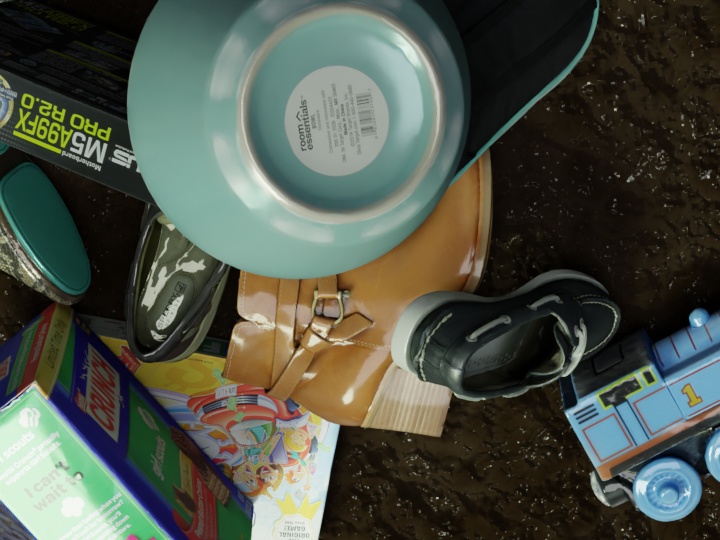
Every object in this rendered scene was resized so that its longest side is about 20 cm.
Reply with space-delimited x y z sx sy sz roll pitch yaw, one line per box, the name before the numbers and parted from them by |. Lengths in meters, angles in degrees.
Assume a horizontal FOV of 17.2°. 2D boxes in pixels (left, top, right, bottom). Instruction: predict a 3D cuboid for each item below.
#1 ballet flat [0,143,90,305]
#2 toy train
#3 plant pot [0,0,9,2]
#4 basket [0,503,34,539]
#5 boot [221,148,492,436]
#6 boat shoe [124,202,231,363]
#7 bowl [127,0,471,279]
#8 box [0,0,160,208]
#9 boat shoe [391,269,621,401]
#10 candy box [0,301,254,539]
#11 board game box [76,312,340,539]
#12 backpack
ballet flat | -0.244 -0.063 1.537 0.075 0.068 0.201 -19 104 31
toy train | 0.229 0.080 1.555 0.199 0.087 0.115 -28 108 11
plant pot | -0.232 -0.256 1.392 0.198 0.200 0.179 -12 112 5
basket | -0.261 0.267 1.596 0.199 0.161 0.198 37 106 -12
boot | 0.000 0.000 1.537 0.154 0.077 0.202 14 103 1
boat shoe | -0.103 -0.033 1.522 0.071 0.066 0.202 19 98 0
bowl | -0.021 -0.090 1.295 0.199 0.105 0.203 -2 97 -14
box | -0.162 -0.105 1.433 0.199 0.160 0.045 22 109 13
boat shoe | 0.106 0.047 1.502 0.060 0.199 0.076 31 120 38
candy box | -0.158 0.133 1.504 0.077 0.169 0.200 -39 104 11
board game box | -0.116 0.111 1.604 0.198 0.034 0.136 10 110 -2
backpack | 0.035 -0.155 1.434 0.200 0.153 0.176 -40 103 -8
